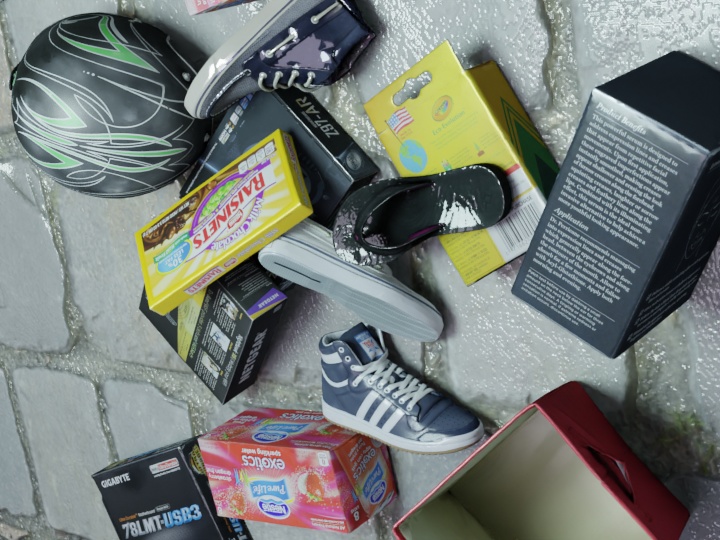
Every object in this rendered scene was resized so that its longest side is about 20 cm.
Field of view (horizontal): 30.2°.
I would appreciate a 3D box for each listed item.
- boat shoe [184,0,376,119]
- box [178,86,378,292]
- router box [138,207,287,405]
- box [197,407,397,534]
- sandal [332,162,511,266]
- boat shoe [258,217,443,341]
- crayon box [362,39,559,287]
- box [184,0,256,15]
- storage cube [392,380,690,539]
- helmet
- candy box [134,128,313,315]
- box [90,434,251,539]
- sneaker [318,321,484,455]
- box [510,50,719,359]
[{"bbox_3d":[-0.076,-0.196,1.282,0.200,0.075,0.093,-44,82,17],"label":"boat shoe"},{"bbox_3d":[-0.091,-0.091,1.390,0.160,0.044,0.200,49,131,13],"label":"box"},{"bbox_3d":[-0.166,0.036,1.463,0.157,0.052,0.200,47,148,15],"label":"router box"},{"bbox_3d":[-0.070,0.217,1.467,0.200,0.095,0.100,-1,108,39],"label":"box"},{"bbox_3d":[0.043,-0.052,1.220,0.200,0.048,0.075,-18,94,38],"label":"sandal"},{"bbox_3d":[0.000,0.000,1.321,0.200,0.067,0.074,28,154,-11],"label":"boat shoe"},{"bbox_3d":[0.102,-0.102,1.225,0.127,0.051,0.200,-32,87,42],"label":"crayon box"},{"bbox_3d":[-0.133,-0.358,1.275,0.095,0.103,0.200,-11,100,41],"label":"box"},{"bbox_3d":[0.168,0.223,1.188,0.200,0.180,0.171,-44,78,16],"label":"storage cube"},{"bbox_3d":[-0.263,-0.168,1.403,0.191,0.200,0.200,56,140,47],"label":"helmet"},{"bbox_3d":[-0.139,-0.047,1.324,0.200,0.026,0.102,-34,54,21],"label":"candy box"},{"bbox_3d":[-0.230,0.320,1.674,0.200,0.050,0.199,-21,95,42],"label":"box"},{"bbox_3d":[0.034,0.116,1.358,0.200,0.070,0.109,11,116,39],"label":"sneaker"},{"bbox_3d":[0.229,-0.055,1.076,0.107,0.148,0.200,34,126,23],"label":"box"}]
